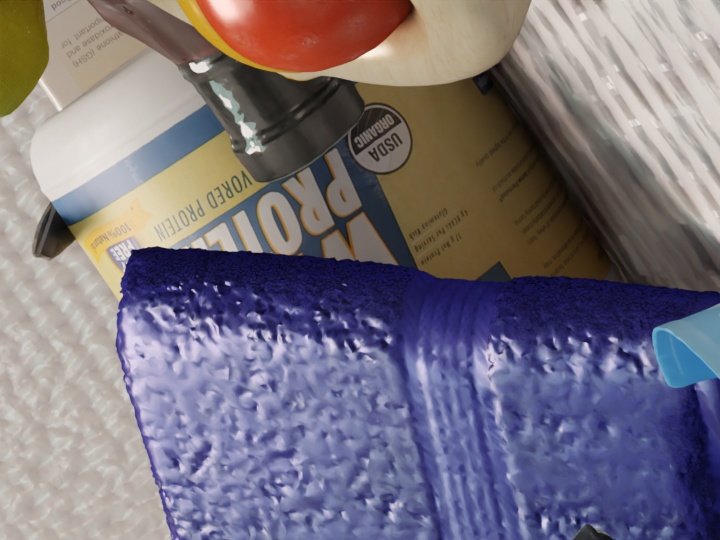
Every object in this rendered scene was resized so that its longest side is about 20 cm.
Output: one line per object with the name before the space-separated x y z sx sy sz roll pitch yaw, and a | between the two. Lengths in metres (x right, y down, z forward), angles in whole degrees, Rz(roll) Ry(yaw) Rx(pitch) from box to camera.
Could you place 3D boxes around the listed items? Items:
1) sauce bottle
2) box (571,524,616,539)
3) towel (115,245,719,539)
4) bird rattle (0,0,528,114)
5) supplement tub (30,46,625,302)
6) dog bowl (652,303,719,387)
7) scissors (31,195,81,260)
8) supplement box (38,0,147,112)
sauce bottle | -0.068 -0.116 0.808 0.200 0.066 0.066 53 178 -16
box | 0.140 0.157 0.715 0.200 0.046 0.159 29 -164 -42
towel | 0.032 0.059 0.821 0.199 0.050 0.148 5 123 28
bird rattle | -0.028 -0.097 0.674 0.163 0.113 0.200 27 156 -32
supplement tub | 0.000 0.000 0.936 0.200 0.144 0.145 55 177 -7
dog bowl | 0.122 0.065 0.596 0.112 0.049 0.200 54 177 33
scissors | -0.105 -0.024 0.983 0.073 0.014 0.200 58 -173 7
supplement box | -0.040 -0.066 1.048 0.200 0.126 0.074 57 178 -15
